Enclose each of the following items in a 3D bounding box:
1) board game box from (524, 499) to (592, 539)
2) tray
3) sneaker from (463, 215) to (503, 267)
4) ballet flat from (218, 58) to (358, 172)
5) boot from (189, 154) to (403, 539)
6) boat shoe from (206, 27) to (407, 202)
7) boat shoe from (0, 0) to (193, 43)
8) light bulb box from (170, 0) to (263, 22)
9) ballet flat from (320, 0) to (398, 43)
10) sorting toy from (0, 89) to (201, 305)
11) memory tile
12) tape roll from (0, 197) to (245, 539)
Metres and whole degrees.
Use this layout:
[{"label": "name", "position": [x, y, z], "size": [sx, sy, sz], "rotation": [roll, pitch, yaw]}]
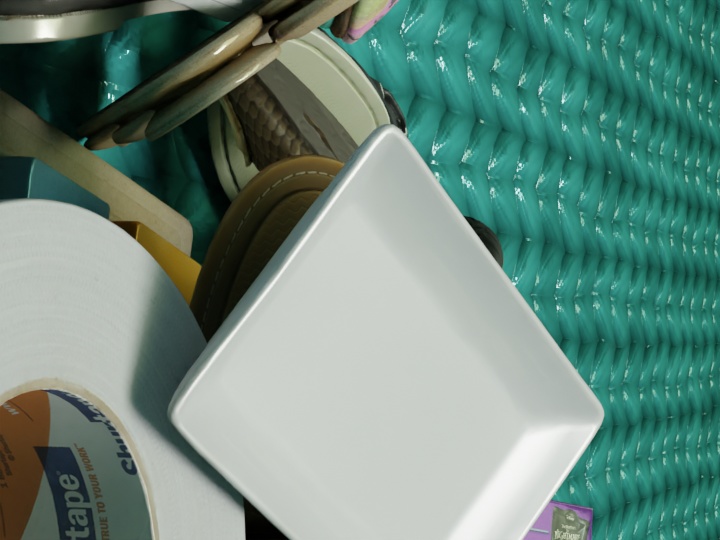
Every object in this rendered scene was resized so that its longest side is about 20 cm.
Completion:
[{"label": "board game box", "position": [0.017, 0.146, 0.976], "size": [0.200, 0.032, 0.121], "rotation": [14, 72, -38]}, {"label": "tray", "position": [0.010, 0.042, 0.720], "size": [0.108, 0.022, 0.200], "rotation": [-53, 144, -10]}, {"label": "sneaker", "position": [0.013, 0.062, 1.071], "size": [0.077, 0.075, 0.200], "rotation": [78, 31, -57]}, {"label": "ballet flat", "position": [0.000, 0.000, 0.858], "size": [0.200, 0.046, 0.067], "rotation": [54, 15, -5]}, {"label": "boot", "position": [-0.031, 0.027, 0.815], "size": [0.155, 0.073, 0.201], "rotation": [-101, -165, -63]}, {"label": "boat shoe", "position": [-0.016, -0.053, 0.960], "size": [0.199, 0.074, 0.066], "rotation": [50, 16, -50]}, {"label": "boat shoe", "position": [-0.076, -0.114, 0.759], "size": [0.200, 0.067, 0.057], "rotation": [-32, 127, -65]}, {"label": "light bulb box", "position": [-0.028, -0.182, 0.612], "size": [0.125, 0.198, 0.200], "rotation": [63, 19, 14]}, {"label": "ballet flat", "position": [0.026, -0.185, 0.895], "size": [0.069, 0.071, 0.201], "rotation": [156, -61, -71]}, {"label": "sorting toy", "position": [-0.097, 0.048, 0.754], "size": [0.200, 0.036, 0.186], "rotation": [44, 50, -67]}, {"label": "memory tile", "position": [-0.003, -0.099, 0.766], "size": [0.017, 0.200, 0.153], "rotation": [57, -15, -7]}, {"label": "tape roll", "position": [-0.109, 0.082, 0.614], "size": [0.200, 0.066, 0.201], "rotation": [7, 82, -62]}]
